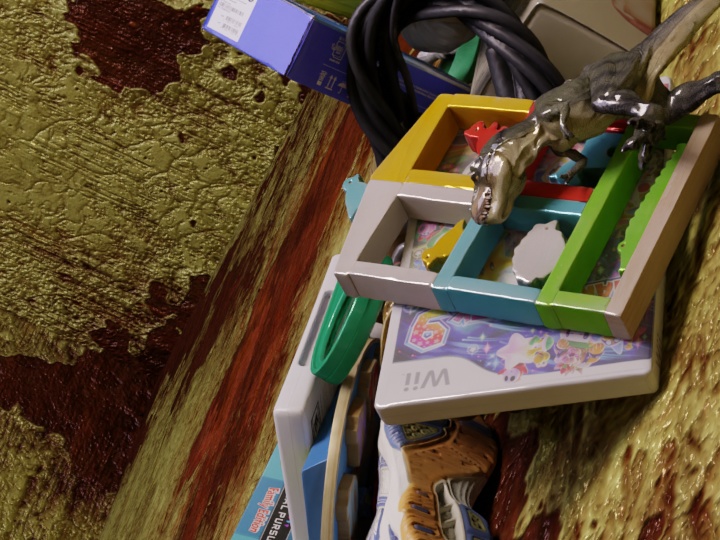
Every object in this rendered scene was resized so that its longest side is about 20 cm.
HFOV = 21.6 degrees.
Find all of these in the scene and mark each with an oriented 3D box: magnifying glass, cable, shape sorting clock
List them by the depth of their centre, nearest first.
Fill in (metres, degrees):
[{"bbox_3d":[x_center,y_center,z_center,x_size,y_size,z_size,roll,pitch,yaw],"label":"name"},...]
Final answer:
[{"bbox_3d":[0.063,-0.088,1.136,0.051,0.162,0.201,-33,-52,-34],"label":"cable"},{"bbox_3d":[0.003,0.141,1.146,0.200,0.039,0.202,0,-90,-77],"label":"shape sorting clock"},{"bbox_3d":[0.000,0.000,1.148,0.200,0.022,0.080,-83,20,-61],"label":"magnifying glass"}]

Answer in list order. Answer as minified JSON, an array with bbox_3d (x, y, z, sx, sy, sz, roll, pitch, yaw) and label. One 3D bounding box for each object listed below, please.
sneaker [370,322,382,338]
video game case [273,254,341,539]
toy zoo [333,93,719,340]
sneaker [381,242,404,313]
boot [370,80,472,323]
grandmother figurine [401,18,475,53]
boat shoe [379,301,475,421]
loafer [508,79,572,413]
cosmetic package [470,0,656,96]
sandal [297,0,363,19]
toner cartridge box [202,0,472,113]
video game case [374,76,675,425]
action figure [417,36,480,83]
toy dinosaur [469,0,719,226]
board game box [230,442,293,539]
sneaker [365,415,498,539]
[{"bbox_3d":[0.001,0.108,1.348,0.201,0.072,0.085,95,-173,-60],"label":"sneaker"},{"bbox_3d":[-0.016,0.121,1.207,0.183,0.023,0.201,-70,-24,-58],"label":"video game case"},{"bbox_3d":[0.073,-0.034,0.965,0.199,0.021,0.132,9,55,36],"label":"toy zoo"},{"bbox_3d":[0.044,0.034,1.254,0.077,0.081,0.200,-63,8,15],"label":"sneaker"},{"bbox_3d":[0.053,-0.032,1.408,0.174,0.066,0.201,-28,-35,-34],"label":"boot"},{"bbox_3d":[0.085,-0.222,1.226,0.200,0.060,0.122,-55,3,36],"label":"grandmother figurine"},{"bbox_3d":[0.044,0.041,1.073,0.200,0.066,0.075,-11,-74,-72],"label":"boat shoe"},{"bbox_3d":[0.106,-0.018,1.051,0.201,0.071,0.073,-67,9,-16],"label":"loafer"},{"bbox_3d":[0.135,-0.164,1.234,0.104,0.087,0.201,-57,10,36],"label":"cosmetic package"},{"bbox_3d":[0.025,-0.209,1.209,0.199,0.079,0.088,-4,78,54],"label":"sandal"},{"bbox_3d":[0.000,-0.133,1.240,0.095,0.199,0.043,35,101,42],"label":"toner cartridge box"},{"bbox_3d":[0.088,-0.013,0.966,0.142,0.018,0.201,-9,46,23],"label":"video game case"},{"bbox_3d":[0.083,-0.158,1.419,0.118,0.055,0.201,-26,-24,-30],"label":"action figure"},{"bbox_3d":[0.140,-0.086,0.930,0.199,0.048,0.088,-36,35,-11],"label":"toy dinosaur"},{"bbox_3d":[-0.059,0.219,1.250,0.200,0.047,0.152,-64,-17,-58],"label":"board game box"},{"bbox_3d":[0.028,0.140,1.075,0.089,0.075,0.200,-61,9,27],"label":"sneaker"}]
